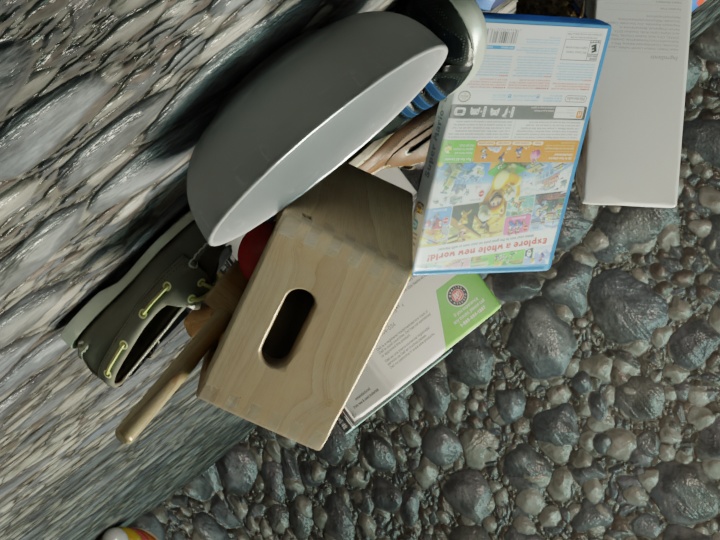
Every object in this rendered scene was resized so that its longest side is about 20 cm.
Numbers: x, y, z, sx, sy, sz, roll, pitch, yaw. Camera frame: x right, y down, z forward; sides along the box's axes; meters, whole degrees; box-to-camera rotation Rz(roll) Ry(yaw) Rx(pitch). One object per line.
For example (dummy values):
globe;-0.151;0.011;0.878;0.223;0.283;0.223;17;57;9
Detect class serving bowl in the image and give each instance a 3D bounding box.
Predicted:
serving bowl;-0.039;-0.103;1.378;0.200;0.066;0.200;-39;176;-3

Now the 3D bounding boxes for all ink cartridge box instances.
ink cartridge box;0.000;0.000;1.840;0.145;0.201;0.084;-35;177;-32

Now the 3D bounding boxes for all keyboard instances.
keyboard;-0.180;0.037;1.881;0.104;0.040;0.200;-57;-173;-30

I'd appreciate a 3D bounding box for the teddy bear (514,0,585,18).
teddy bear;0.140;-0.176;1.667;0.145;0.066;0.201;-65;160;-55

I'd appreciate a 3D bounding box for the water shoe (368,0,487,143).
water shoe;0.023;-0.136;1.523;0.079;0.072;0.200;-33;172;-32

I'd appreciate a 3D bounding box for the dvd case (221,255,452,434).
dvd case;-0.025;0.031;1.932;0.146;0.200;0.022;-36;175;-38

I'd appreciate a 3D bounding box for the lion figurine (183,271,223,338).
lion figurine;-0.123;0.045;2.070;0.122;0.073;0.200;5;156;-31

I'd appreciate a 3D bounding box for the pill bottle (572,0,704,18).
pill bottle;0.246;-0.261;1.798;0.200;0.112;0.112;-40;175;11

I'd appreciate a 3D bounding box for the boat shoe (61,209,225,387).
boat shoe;-0.144;0.009;1.642;0.202;0.060;0.072;-42;172;19

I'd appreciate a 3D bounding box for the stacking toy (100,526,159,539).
stacking toy;-0.446;0.522;3.976;0.146;0.146;0.200;-38;156;-12

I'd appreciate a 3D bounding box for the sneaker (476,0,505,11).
sneaker;0.161;-0.238;1.560;0.199;0.083;0.074;-34;175;-20

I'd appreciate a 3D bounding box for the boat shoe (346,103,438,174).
boat shoe;0.030;-0.108;1.692;0.200;0.068;0.072;-39;-143;7

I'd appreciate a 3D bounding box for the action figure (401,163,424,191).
action figure;0.042;-0.081;1.976;0.194;0.104;0.201;-50;-161;39

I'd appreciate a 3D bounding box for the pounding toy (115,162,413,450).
pounding toy;-0.066;0.031;1.552;0.184;0.141;0.201;-86;-158;-68

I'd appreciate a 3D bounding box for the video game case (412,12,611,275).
video game case;0.110;-0.094;1.607;0.142;0.018;0.202;-2;114;-38

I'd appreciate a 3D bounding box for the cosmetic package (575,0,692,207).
cosmetic package;0.218;-0.157;1.709;0.080;0.202;0.113;4;-170;2
